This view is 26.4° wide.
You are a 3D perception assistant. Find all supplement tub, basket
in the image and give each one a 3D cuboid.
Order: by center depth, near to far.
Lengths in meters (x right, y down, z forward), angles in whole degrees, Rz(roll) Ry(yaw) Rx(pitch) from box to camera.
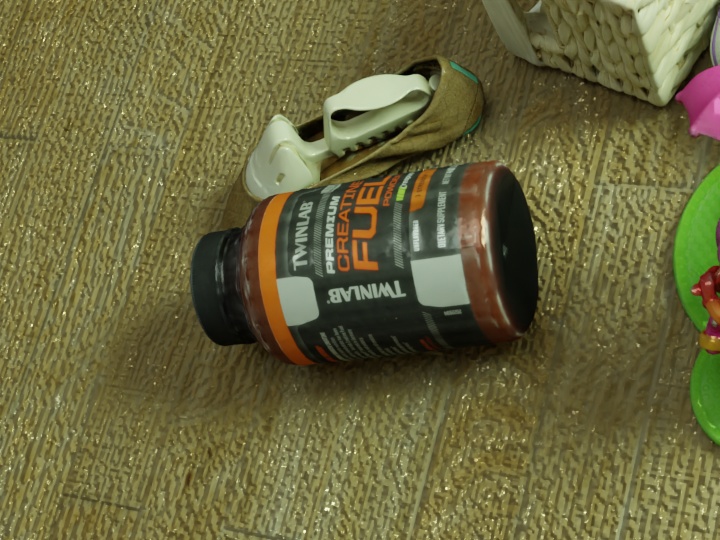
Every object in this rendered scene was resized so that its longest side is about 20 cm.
[{"bbox_3d":[0.000,0.000,0.917,0.198,0.107,0.108,-8,63,21],"label":"supplement tub"},{"bbox_3d":[0.174,-0.217,0.928,0.123,0.136,0.201,32,81,29],"label":"basket"}]

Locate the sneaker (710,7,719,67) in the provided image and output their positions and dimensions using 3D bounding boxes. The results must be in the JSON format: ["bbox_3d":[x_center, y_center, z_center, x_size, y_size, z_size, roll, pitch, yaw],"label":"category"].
[{"bbox_3d":[0.283,-0.178,0.895,0.200,0.073,0.114,-39,25,-19],"label":"sneaker"}]

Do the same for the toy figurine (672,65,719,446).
[{"bbox_3d":[0.208,-0.025,0.787,0.149,0.184,0.202,13,73,29],"label":"toy figurine"}]

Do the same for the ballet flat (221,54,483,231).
[{"bbox_3d":[-0.016,-0.082,0.985,0.198,0.072,0.068,-25,58,12],"label":"ballet flat"}]
